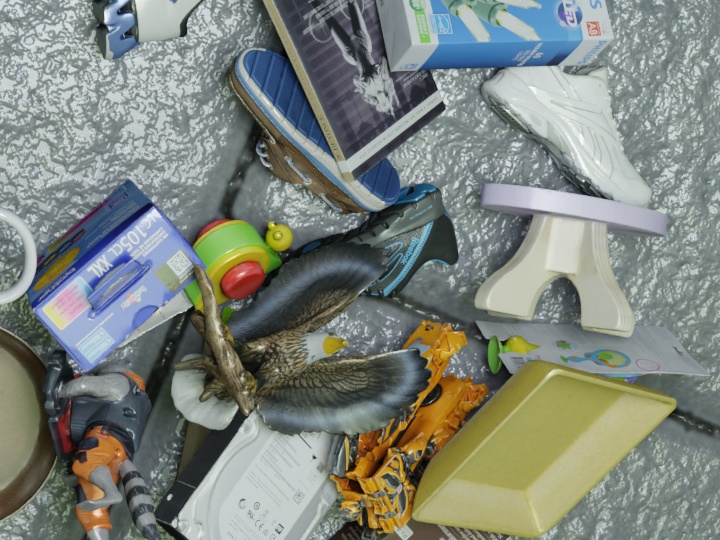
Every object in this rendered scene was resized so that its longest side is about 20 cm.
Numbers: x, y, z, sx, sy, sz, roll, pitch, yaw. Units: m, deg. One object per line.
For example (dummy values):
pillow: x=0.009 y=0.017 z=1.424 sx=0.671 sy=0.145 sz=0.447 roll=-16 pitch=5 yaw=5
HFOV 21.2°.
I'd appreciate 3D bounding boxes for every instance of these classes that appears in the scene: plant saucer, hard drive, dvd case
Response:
plant saucer: x=0.158 y=0.154 z=1.734 sx=0.200 sy=0.049 sz=0.200 roll=16 pitch=123 yaw=-47
hard drive: x=-0.079 y=0.179 z=1.701 sx=0.200 sy=0.038 sz=0.140 roll=-54 pitch=128 yaw=-21
plant saucer: x=-0.365 y=0.136 z=1.708 sx=0.199 sy=0.032 sz=0.201 roll=-3 pitch=101 yaw=-15
dvd case: x=-0.007 y=-0.200 z=1.705 sx=0.149 sy=0.016 sz=0.201 roll=-40 pitch=112 yaw=-41

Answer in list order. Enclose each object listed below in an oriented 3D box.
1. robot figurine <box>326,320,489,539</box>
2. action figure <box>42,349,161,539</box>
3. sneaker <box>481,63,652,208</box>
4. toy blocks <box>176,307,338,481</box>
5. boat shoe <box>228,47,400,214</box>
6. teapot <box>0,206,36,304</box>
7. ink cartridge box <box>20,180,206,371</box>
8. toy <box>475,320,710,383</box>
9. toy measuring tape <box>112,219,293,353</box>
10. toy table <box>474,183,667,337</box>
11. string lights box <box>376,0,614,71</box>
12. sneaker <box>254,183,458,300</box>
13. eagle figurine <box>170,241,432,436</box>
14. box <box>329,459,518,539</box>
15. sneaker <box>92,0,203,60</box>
robot figurine: x=0.041 y=0.149 z=1.742 sx=0.200 sy=0.058 sz=0.145 roll=-56 pitch=137 yaw=-33
action figure: x=-0.217 y=0.170 z=1.677 sx=0.104 sy=0.194 sz=0.201 roll=-3 pitch=140 yaw=3
sneaker: x=0.212 y=-0.138 z=1.788 sx=0.200 sy=0.078 sz=0.099 roll=41 pitch=85 yaw=-20
toy blocks: x=-0.085 y=0.143 z=1.762 sx=0.136 sy=0.100 sz=0.201 roll=12 pitch=91 yaw=-30
boat shoe: x=-0.055 y=-0.113 z=1.713 sx=0.072 sy=0.072 sz=0.200 roll=-25 pitch=121 yaw=37
teapot: x=-0.398 y=0.026 z=1.601 sx=0.146 sy=0.199 sz=0.198 roll=56 pitch=43 yaw=-26
ink cartridge box: x=-0.211 y=0.004 z=1.634 sx=0.136 sy=0.200 sz=0.076 roll=-41 pitch=108 yaw=-4
toy: x=0.214 y=0.089 z=1.817 sx=0.199 sy=0.115 sz=0.047 roll=5 pitch=111 yaw=-17
toy measuring tape: x=-0.150 y=0.007 z=1.718 sx=0.199 sy=0.074 sz=0.074 roll=-28 pitch=107 yaw=-9
toy table: x=0.190 y=-0.008 z=1.763 sx=0.199 sy=0.184 sz=0.118 roll=10 pitch=88 yaw=-24
string lights box: x=0.117 y=-0.237 z=1.717 sx=0.199 sy=0.059 sz=0.103 roll=-5 pitch=72 yaw=-22
sneaker: x=0.000 y=0.000 z=1.758 sx=0.199 sy=0.073 sz=0.082 roll=-28 pitch=109 yaw=-7
eagle figurine: x=-0.050 y=0.067 z=1.633 sx=0.200 sy=0.151 sz=0.152 roll=-12 pitch=122 yaw=-49
box: x=0.041 y=0.267 z=1.825 sx=0.200 sy=0.075 sz=0.100 roll=-43 pitch=110 yaw=-1
sneaker: x=-0.175 y=-0.286 z=1.656 sx=0.115 sy=0.081 sz=0.201 roll=-7 pitch=110 yaw=-18
